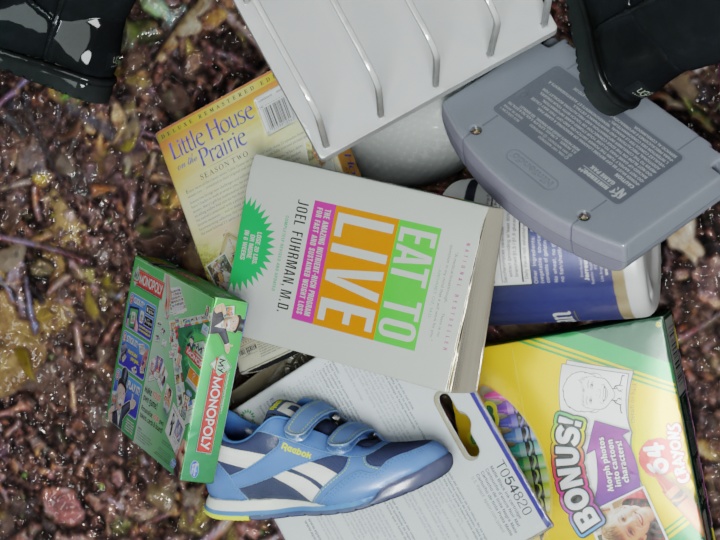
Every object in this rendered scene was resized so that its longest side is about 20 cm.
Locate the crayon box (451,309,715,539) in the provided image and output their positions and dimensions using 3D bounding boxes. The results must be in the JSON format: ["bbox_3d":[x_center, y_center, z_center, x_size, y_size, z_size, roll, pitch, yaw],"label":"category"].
[{"bbox_3d":[0.168,0.144,1.545,0.171,0.058,0.202,-11,91,16],"label":"crayon box"}]

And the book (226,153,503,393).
[{"bbox_3d":[0.000,0.000,1.462,0.199,0.048,0.135,13,95,31],"label":"book"}]

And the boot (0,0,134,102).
[{"bbox_3d":[-0.263,-0.244,1.627,0.199,0.076,0.169,20,103,7],"label":"boot"}]

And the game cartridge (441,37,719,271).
[{"bbox_3d":[0.156,-0.084,1.463,0.133,0.041,0.200,-31,51,-22],"label":"game cartridge"}]

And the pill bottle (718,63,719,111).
[{"bbox_3d":[0.313,-0.082,1.461,0.111,0.112,0.202,-2,92,16],"label":"pill bottle"}]

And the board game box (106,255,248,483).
[{"bbox_3d":[-0.142,0.071,1.540,0.029,0.200,0.136,10,95,-24],"label":"board game box"}]

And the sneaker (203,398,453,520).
[{"bbox_3d":[-0.030,0.132,1.468,0.198,0.074,0.083,-7,91,24],"label":"sneaker"}]

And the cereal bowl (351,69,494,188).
[{"bbox_3d":[0.021,-0.162,1.557,0.198,0.083,0.202,1,94,15],"label":"cereal bowl"}]

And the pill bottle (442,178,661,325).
[{"bbox_3d":[0.119,-0.015,1.522,0.198,0.111,0.112,-3,93,17],"label":"pill bottle"}]

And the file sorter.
[{"bbox_3d":[0.024,-0.196,1.446,0.199,0.125,0.139,-29,82,-3],"label":"file sorter"}]

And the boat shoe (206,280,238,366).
[{"bbox_3d":[-0.089,0.024,1.607,0.199,0.070,0.071,-36,80,16],"label":"boat shoe"}]

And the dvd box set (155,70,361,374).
[{"bbox_3d":[-0.062,-0.041,1.535,0.146,0.029,0.201,-26,80,27],"label":"dvd box set"}]

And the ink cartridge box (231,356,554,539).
[{"bbox_3d":[0.022,0.146,1.508,0.199,0.041,0.201,-32,83,24],"label":"ink cartridge box"}]

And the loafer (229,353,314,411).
[{"bbox_3d":[-0.047,0.091,1.599,0.199,0.068,0.076,-27,95,8],"label":"loafer"}]

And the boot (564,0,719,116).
[{"bbox_3d":[0.221,-0.224,1.427,0.167,0.076,0.202,-24,65,36],"label":"boot"}]
